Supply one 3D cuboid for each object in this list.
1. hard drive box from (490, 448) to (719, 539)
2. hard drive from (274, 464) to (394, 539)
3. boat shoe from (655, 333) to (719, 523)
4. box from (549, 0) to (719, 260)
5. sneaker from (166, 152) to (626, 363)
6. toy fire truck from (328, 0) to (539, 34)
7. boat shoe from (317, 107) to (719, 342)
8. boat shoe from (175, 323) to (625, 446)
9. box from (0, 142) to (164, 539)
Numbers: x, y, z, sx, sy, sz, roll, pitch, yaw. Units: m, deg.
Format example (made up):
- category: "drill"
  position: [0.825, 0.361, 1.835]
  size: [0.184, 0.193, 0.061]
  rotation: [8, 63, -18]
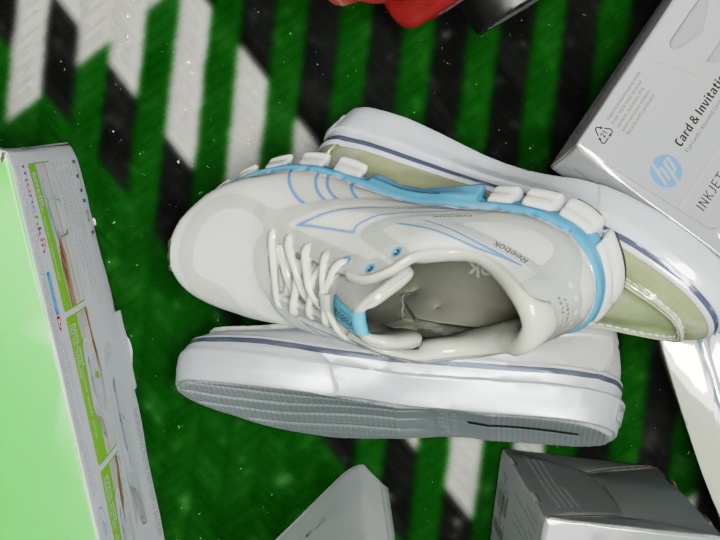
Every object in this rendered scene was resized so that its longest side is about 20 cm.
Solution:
- category: "hard drive box"
  position: [0.092, 0.191, 0.874]
  size: [0.077, 0.156, 0.200]
  rotation: [7, 96, -2]
- category: "hard drive"
  position: [-0.038, 0.151, 0.846]
  size: [0.132, 0.200, 0.026]
  rotation: [-44, 95, 3]
- category: "boat shoe"
  position: [0.189, 0.084, 0.907]
  size: [0.071, 0.070, 0.201]
  rotation: [-20, 92, 7]
- category: "box"
  position: [0.206, -0.049, 0.886]
  size: [0.200, 0.041, 0.156]
  rotation: [36, 72, -5]
- category: "sneaker"
  position: [0.000, 0.000, 0.821]
  size: [0.200, 0.087, 0.075]
  rotation: [3, 112, 27]
- category: "toy fire truck"
  position: [0.039, -0.166, 0.800]
  size: [0.176, 0.200, 0.129]
  rotation: [-28, 93, 37]
- category: "boat shoe"
  position: [0.064, -0.007, 0.875]
  size: [0.200, 0.072, 0.062]
  rotation: [22, 64, 22]
- category: "boat shoe"
  position: [0.019, 0.038, 0.912]
  size: [0.200, 0.074, 0.067]
  rotation: [7, 70, -2]
- category: "box"
  position: [-0.152, 0.052, 0.849]
  size: [0.097, 0.176, 0.200]
  rotation: [-13, 95, 0]
